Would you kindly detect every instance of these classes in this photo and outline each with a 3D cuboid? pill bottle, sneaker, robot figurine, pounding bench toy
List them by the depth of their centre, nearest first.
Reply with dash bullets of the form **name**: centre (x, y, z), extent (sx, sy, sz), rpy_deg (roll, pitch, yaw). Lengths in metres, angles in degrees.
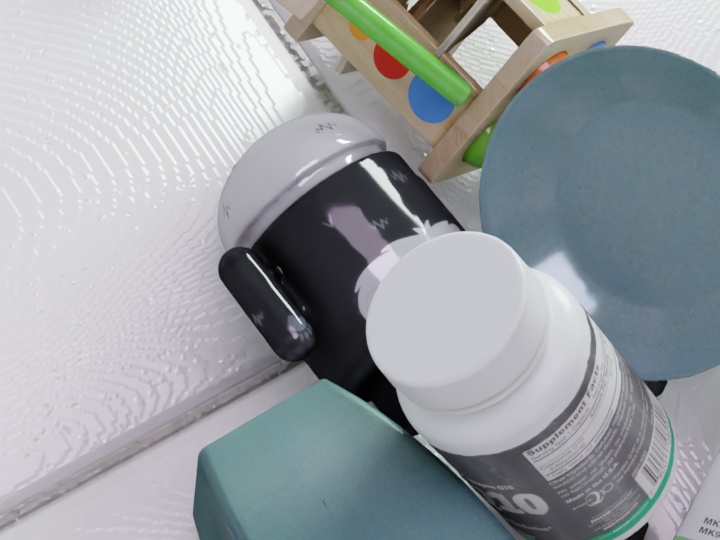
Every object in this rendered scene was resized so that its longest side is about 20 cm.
- **pill bottle**: centre (0.089, 0.068, 1.363), extent (0.113, 0.200, 0.113), rpy_deg (-16, 52, 22)
- **robot figurine**: centre (0.000, 0.001, 1.477), extent (0.125, 0.150, 0.200), rpy_deg (-39, 76, 5)
- **sneaker**: centre (0.141, 0.098, 1.494), extent (0.082, 0.073, 0.200), rpy_deg (5, 59, 14)
- **pounding bench toy**: centre (0.049, -0.139, 1.497), extent (0.156, 0.124, 0.200), rpy_deg (48, 30, 13)

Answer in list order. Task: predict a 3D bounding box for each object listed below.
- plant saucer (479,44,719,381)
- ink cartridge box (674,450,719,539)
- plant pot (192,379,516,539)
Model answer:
- **plant saucer**: centre (0.167, -0.036, 1.452), extent (0.201, 0.201, 0.039), rpy_deg (45, 30, 12)
- **ink cartridge box**: centre (0.274, 0.152, 1.437), extent (0.145, 0.088, 0.200), rpy_deg (17, 58, 28)
- **plant pot**: centre (-0.003, 0.174, 1.391), extent (0.141, 0.141, 0.200), rpy_deg (-29, 66, -21)
